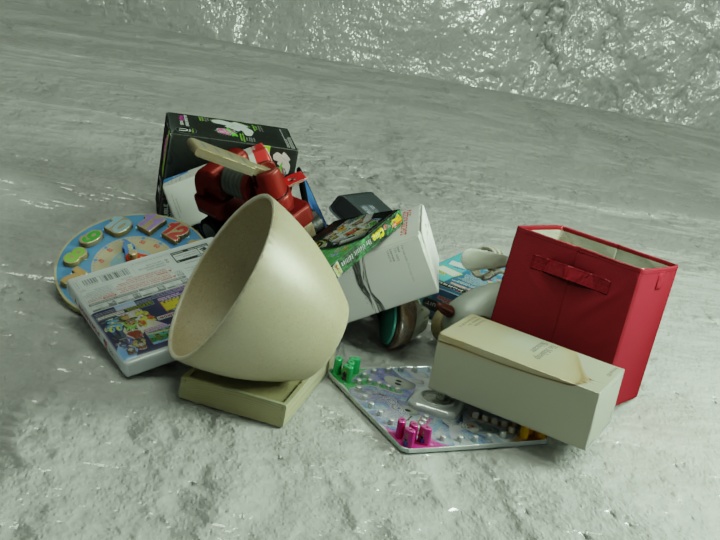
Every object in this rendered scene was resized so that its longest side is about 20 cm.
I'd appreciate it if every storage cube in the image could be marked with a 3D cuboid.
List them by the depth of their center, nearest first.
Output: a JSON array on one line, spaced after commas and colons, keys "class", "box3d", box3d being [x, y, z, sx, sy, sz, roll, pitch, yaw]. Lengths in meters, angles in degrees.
[{"class": "storage cube", "box3d": [0.273, 0.055, 1.589, 0.169, 0.183, 0.199, 20, 10, 25]}]

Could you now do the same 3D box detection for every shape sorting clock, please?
[{"class": "shape sorting clock", "box3d": [-0.286, -0.008, 1.609, 0.196, 0.040, 0.201, 2, 39, -2]}]

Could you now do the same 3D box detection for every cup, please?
[{"class": "cup", "box3d": [-0.097, 0.041, 1.392, 0.142, 0.201, 0.201, 32, 11, -21]}]

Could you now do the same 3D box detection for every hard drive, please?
[{"class": "hard drive", "box3d": [0.034, -0.062, 1.918, 0.139, 0.033, 0.200, 42, 12, 7]}]

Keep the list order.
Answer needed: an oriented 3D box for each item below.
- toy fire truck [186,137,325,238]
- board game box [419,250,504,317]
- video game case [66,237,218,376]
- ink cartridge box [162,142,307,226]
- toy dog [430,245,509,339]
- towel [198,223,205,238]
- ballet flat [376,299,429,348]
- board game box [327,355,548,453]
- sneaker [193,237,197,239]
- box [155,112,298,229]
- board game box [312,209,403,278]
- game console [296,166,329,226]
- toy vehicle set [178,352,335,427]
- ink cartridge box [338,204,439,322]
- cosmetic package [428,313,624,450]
[{"class": "toy fire truck", "box3d": [-0.157, -0.109, 1.623, 0.128, 0.202, 0.175, -36, 39, -27]}, {"class": "board game box", "box3d": [0.170, 0.034, 1.834, 0.149, 0.048, 0.199, 20, 21, 25]}, {"class": "video game case", "box3d": [-0.222, 0.038, 1.510, 0.198, 0.023, 0.182, -17, 40, -27]}, {"class": "ink cartridge box", "box3d": [-0.182, -0.130, 1.849, 0.197, 0.068, 0.116, -22, 12, -5]}, {"class": "toy dog", "box3d": [0.158, 0.021, 1.660, 0.130, 0.202, 0.096, 1, -34, 39]}, {"class": "towel", "box3d": [-0.144, -0.020, 1.804, 0.110, 0.049, 0.199, -2, 23, -37]}, {"class": "ballet flat", "box3d": [0.055, 0.051, 1.691, 0.066, 0.069, 0.200, 14, 19, -14]}, {"class": "board game box", "box3d": [0.089, 0.148, 1.487, 0.197, 0.026, 0.200, 1, 22, -29]}, {"class": "sneaker", "box3d": [-0.200, -0.003, 1.691, 0.199, 0.074, 0.082, 36, 6, 28]}, {"class": "box", "box3d": [-0.210, -0.146, 1.972, 0.197, 0.151, 0.125, 7, 20, -14]}, {"class": "board game box", "box3d": [-0.035, -0.023, 1.554, 0.103, 0.024, 0.200, -5, 21, 33]}, {"class": "game console", "box3d": [-0.014, -0.065, 1.903, 0.173, 0.118, 0.200, 7, 19, -8]}, {"class": "toy vehicle set", "box3d": [-0.113, 0.114, 1.464, 0.122, 0.027, 0.200, 15, 19, 11]}, {"class": "ink cartridge box", "box3d": [0.000, 0.000, 1.637, 0.197, 0.085, 0.146, -18, 16, 10]}, {"class": "cosmetic package", "box3d": [0.188, 0.124, 1.462, 0.197, 0.074, 0.103, 19, 20, 23]}]
